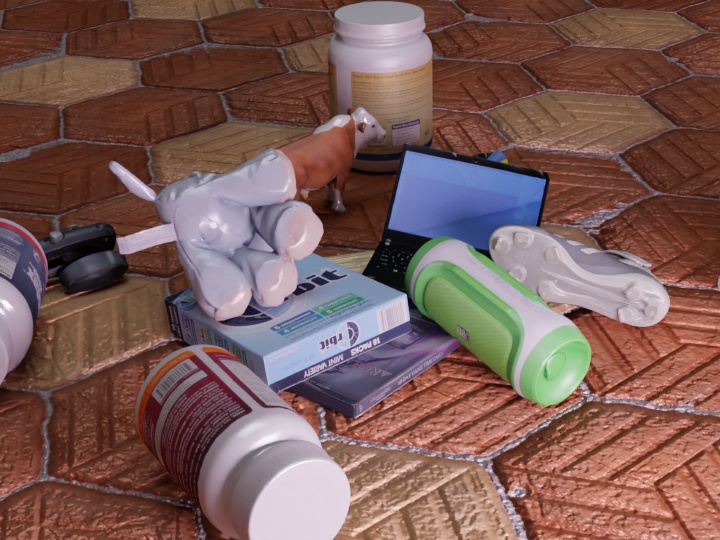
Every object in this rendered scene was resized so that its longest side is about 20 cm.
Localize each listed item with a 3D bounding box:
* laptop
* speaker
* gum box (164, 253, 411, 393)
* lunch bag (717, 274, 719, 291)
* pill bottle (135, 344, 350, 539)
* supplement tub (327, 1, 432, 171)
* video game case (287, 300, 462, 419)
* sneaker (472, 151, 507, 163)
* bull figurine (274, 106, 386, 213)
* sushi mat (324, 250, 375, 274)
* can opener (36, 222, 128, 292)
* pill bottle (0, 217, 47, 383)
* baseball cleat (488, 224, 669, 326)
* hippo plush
[{"bbox_3d":[0.105,-0.044,1.394,0.175,0.105,0.200,12,25,9],"label":"laptop"},{"bbox_3d":[0.129,0.045,1.233,0.088,0.090,0.200,-18,39,-30],"label":"speaker"},{"bbox_3d":[-0.075,0.044,1.279,0.168,0.045,0.199,-22,26,-29],"label":"gum box"},{"bbox_3d":[0.499,-0.024,1.346,0.198,0.119,0.164,19,32,25],"label":"lunch bag"},{"bbox_3d":[-0.097,0.147,1.036,0.108,0.111,0.199,-16,30,-28],"label":"pill bottle"},{"bbox_3d":[0.027,-0.250,1.733,0.142,0.203,0.145,-1,26,1],"label":"supplement tub"},{"bbox_3d":[0.004,0.076,1.280,0.142,0.019,0.199,19,32,36],"label":"video game case"},{"bbox_3d":[0.115,-0.094,1.576,0.082,0.072,0.199,-2,21,34],"label":"sneaker"},{"bbox_3d":[-0.051,-0.126,1.574,0.199,0.123,0.065,-24,34,-38],"label":"bull figurine"},{"bbox_3d":[0.000,0.000,1.441,0.197,0.012,0.096,-8,28,-13],"label":"sushi mat"},{"bbox_3d":[-0.361,-0.007,1.420,0.197,0.064,0.079,-13,29,-23],"label":"can opener"},{"bbox_3d":[-0.378,0.039,1.262,0.118,0.121,0.201,-4,27,-4],"label":"pill bottle"},{"bbox_3d":[0.228,0.000,1.347,0.198,0.070,0.107,26,21,2],"label":"baseball cleat"},{"bbox_3d":[-0.140,-0.030,1.287,0.197,0.162,0.161,-6,-3,-6],"label":"hippo plush"}]
